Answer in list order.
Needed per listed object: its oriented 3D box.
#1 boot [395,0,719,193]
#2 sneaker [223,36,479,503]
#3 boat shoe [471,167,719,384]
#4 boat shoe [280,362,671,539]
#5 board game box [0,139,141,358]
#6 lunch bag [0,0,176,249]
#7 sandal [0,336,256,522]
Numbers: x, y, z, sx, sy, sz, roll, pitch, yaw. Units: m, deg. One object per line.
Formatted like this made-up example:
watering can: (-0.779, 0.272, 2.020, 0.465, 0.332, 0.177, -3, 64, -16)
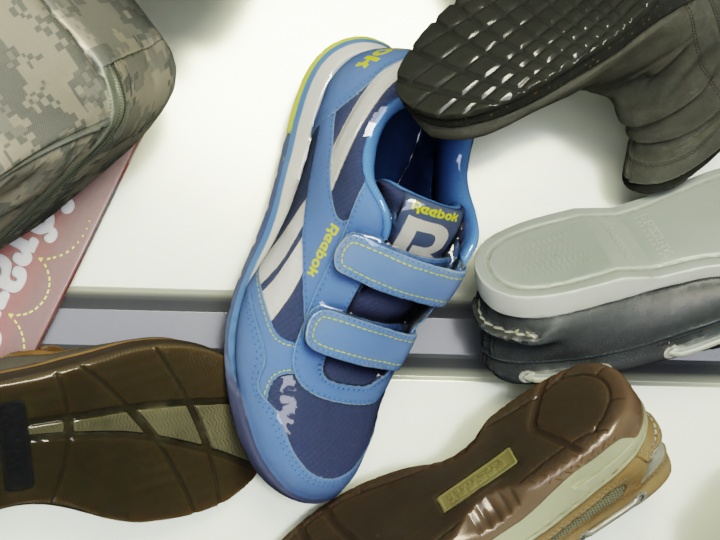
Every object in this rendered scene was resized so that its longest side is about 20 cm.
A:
boot: (0.112, -0.077, 1.160, 0.200, 0.131, 0.068, -33, 46, -18)
sneaker: (0.000, 0.000, 1.168, 0.074, 0.082, 0.201, 13, 87, -39)
boat shoe: (0.145, 0.002, 1.202, 0.199, 0.076, 0.061, -8, 130, -5)
boat shoe: (0.043, 0.122, 1.183, 0.199, 0.072, 0.076, -29, 131, 9)
board game box: (-0.179, 0.002, 1.194, 0.103, 0.019, 0.201, 26, 85, -4)
lunch bag: (-0.196, -0.092, 1.089, 0.139, 0.168, 0.200, -38, 91, 25)
sandal: (-0.136, 0.068, 1.169, 0.199, 0.055, 0.082, -10, 113, -19)
